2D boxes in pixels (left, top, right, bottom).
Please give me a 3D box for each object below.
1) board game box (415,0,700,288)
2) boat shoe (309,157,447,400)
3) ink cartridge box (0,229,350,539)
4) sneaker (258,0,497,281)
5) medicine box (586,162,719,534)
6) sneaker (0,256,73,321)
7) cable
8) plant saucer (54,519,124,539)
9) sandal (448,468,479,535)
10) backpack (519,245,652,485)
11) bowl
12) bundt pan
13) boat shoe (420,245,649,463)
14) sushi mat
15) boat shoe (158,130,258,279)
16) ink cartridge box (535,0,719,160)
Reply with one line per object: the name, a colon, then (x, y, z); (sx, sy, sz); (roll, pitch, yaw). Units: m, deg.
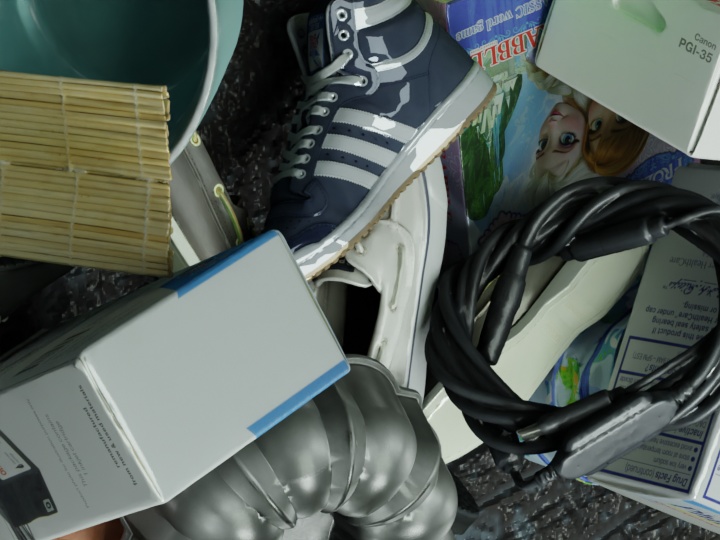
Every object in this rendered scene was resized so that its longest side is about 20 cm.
board game box: (0.123, -0.107, 1.556); (0.199, 0.041, 0.201); (-26, 124, -30)
boat shoe: (0.000, 0.000, 1.468); (0.066, 0.072, 0.201); (6, 91, -52)
ink cartridge box: (-0.126, 0.068, 1.268); (0.145, 0.200, 0.084); (-35, 99, -42)
sneaker: (-0.021, -0.079, 1.403); (0.200, 0.070, 0.109); (-46, 106, -26)
medicine box: (0.253, 0.061, 1.518); (0.182, 0.103, 0.201); (24, 82, -36)
sneaker: (-0.233, 0.029, 1.319); (0.199, 0.074, 0.089); (-21, 126, -30)
cable: (0.138, 0.025, 1.441); (0.199, 0.164, 0.051); (-34, 146, 3)
plant saucer: (-0.144, 0.145, 1.430); (0.199, 0.032, 0.202); (-9, 105, -35)
sandal: (-0.008, 0.121, 1.509); (0.200, 0.075, 0.048); (31, 107, -39)
backpack: (0.179, 0.055, 1.604); (0.199, 0.154, 0.164); (-14, 115, -20)
bowl: (-0.138, -0.138, 1.289); (0.105, 0.200, 0.202); (-30, 121, -62)
bundt pan: (-0.031, 0.148, 1.413); (0.201, 0.076, 0.203); (-11, 118, -21)
boat shoe: (0.083, 0.035, 1.516); (0.202, 0.060, 0.072); (-45, 143, -2)
sushi mat: (-0.180, -0.053, 1.265); (0.012, 0.199, 0.096); (-27, 121, -63)
boat shoe: (-0.090, -0.025, 1.408); (0.061, 0.072, 0.202); (-41, 119, -19)
ink cartridge box: (0.224, -0.125, 1.504); (0.199, 0.146, 0.083); (3, 114, -42)
